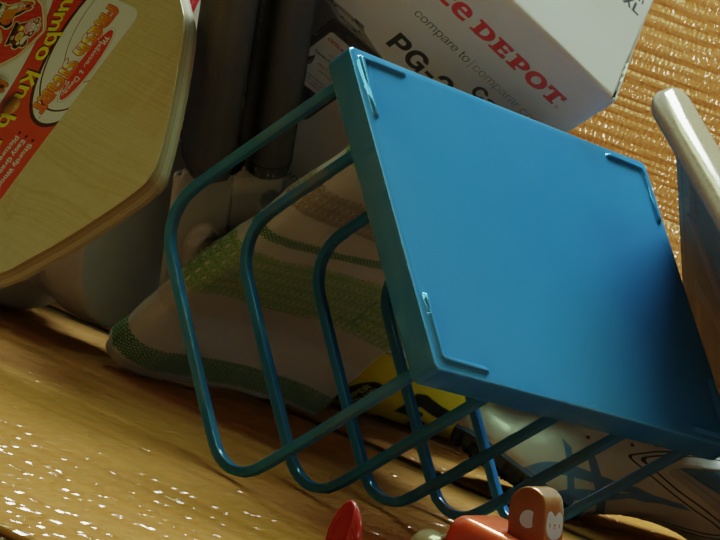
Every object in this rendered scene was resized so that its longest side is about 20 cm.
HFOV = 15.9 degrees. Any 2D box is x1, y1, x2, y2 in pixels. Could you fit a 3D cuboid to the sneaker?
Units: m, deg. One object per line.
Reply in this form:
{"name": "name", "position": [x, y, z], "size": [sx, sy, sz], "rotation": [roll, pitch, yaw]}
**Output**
{"name": "sneaker", "position": [0.128, 0.089, 1.268], "size": [0.199, 0.073, 0.072], "rotation": [17, 7, -33]}

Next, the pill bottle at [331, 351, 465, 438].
{"name": "pill bottle", "position": [0.014, 0.018, 1.331], "size": [0.199, 0.115, 0.114], "rotation": [19, 4, -29]}

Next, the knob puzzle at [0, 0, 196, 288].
{"name": "knob puzzle", "position": [-0.141, -0.065, 1.128], "size": [0.219, 0.220, 0.030], "rotation": [24, -13, 44]}

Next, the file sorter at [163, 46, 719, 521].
{"name": "file sorter", "position": [0.034, 0.021, 1.056], "size": [0.199, 0.122, 0.140], "rotation": [17, 49, -48]}

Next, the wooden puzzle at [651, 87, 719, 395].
{"name": "wooden puzzle", "position": [0.181, 0.044, 1.074], "size": [0.201, 0.046, 0.186], "rotation": [73, -4, -46]}

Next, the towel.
{"name": "towel", "position": [0.000, 0.000, 1.162], "size": [0.149, 0.200, 0.031], "rotation": [13, 50, -48]}

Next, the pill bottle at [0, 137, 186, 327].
{"name": "pill bottle", "position": [-0.180, -0.051, 1.233], "size": [0.199, 0.117, 0.116], "rotation": [23, 4, 28]}

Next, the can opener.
{"name": "can opener", "position": [-0.058, -0.066, 1.143], "size": [0.052, 0.201, 0.067], "rotation": [-6, 46, -20]}

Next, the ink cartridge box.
{"name": "ink cartridge box", "position": [0.013, -0.106, 1.180], "size": [0.145, 0.084, 0.200], "rotation": [41, -44, -17]}

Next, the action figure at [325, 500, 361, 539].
{"name": "action figure", "position": [0.083, 0.118, 0.828], "size": [0.199, 0.052, 0.065], "rotation": [21, -1, -28]}

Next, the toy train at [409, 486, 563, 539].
{"name": "toy train", "position": [0.117, 0.115, 0.963], "size": [0.150, 0.056, 0.200], "rotation": [23, 5, 30]}
